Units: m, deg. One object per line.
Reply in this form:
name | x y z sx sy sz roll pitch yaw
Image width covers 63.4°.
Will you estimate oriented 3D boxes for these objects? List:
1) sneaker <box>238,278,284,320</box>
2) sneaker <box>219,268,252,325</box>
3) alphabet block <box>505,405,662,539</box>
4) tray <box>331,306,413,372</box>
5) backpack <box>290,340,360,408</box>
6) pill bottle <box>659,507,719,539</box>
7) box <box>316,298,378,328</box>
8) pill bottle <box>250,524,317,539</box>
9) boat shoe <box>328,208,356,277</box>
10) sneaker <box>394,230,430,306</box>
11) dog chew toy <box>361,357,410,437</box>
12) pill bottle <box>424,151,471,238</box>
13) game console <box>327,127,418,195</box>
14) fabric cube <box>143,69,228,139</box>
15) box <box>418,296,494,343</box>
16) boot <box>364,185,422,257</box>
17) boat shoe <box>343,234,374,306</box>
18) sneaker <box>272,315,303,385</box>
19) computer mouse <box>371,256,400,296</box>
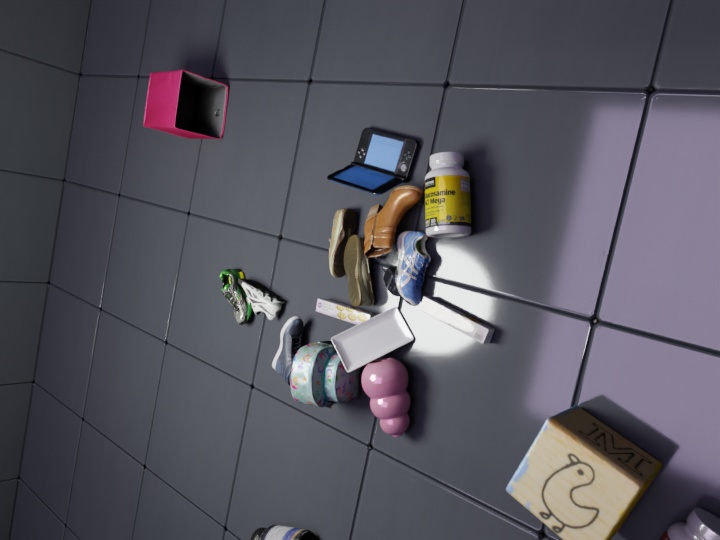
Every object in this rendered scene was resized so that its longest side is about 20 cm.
sneaker | -0.335 0.092 1.874 0.200 0.074 0.089 32 104 35
sneaker | -0.421 0.089 1.934 0.078 0.085 0.200 -33 69 31
alphabet block | 0.450 0.418 1.177 0.200 0.196 0.196 34 109 34
tray | 0.032 0.185 1.558 0.200 0.022 0.107 -25 67 -8
backpack | -0.096 0.286 1.600 0.150 0.200 0.178 4 89 37
pill bottle | 0.612 0.553 1.097 0.112 0.112 0.200 37 108 33
box | -0.040 0.121 1.659 0.200 0.039 0.041 15 97 37
pill bottle | -0.230 0.817 1.726 0.200 0.112 0.112 -11 80 37
boat shoe | -0.060 -0.079 1.687 0.076 0.072 0.200 8 85 52
sneaker | 0.139 -0.008 1.515 0.077 0.076 0.200 -8 84 41
dog chew toy | 0.075 0.333 1.521 0.124 0.124 0.200 -16 85 36
pill bottle | 0.216 -0.185 1.444 0.112 0.112 0.200 -4 84 37
game console | 0.032 -0.301 1.589 0.200 0.118 0.171 23 102 36
fabric cube | -0.613 -0.577 2.052 0.199 0.200 0.196 11 95 39
box | 0.238 0.121 1.454 0.200 0.039 0.041 27 102 35
boot | 0.085 -0.124 1.534 0.200 0.074 0.155 -31 40 46
boat shoe | 0.002 0.000 1.633 0.073 0.063 0.201 -23 70 51
sneaker | -0.186 0.250 1.740 0.146 0.077 0.203 40 121 44
computer mouse | 0.071 -0.007 1.600 0.200 0.034 0.059 58 144 30
